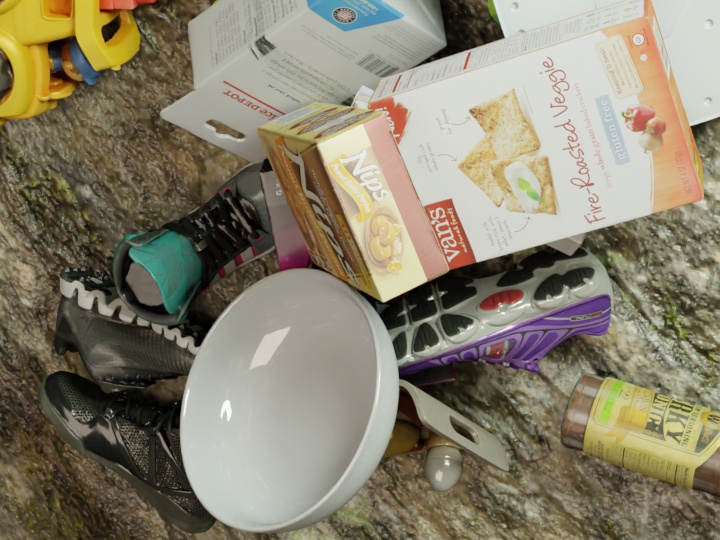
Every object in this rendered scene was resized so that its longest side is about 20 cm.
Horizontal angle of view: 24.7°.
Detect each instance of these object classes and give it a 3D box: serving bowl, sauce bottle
[{"bbox_3d":[-0.044,0.103,1.241,0.199,0.066,0.202,-17,63,36],"label":"serving bowl"},{"bbox_3d":[0.254,0.133,1.249,0.199,0.065,0.065,16,117,18],"label":"sauce bottle"}]

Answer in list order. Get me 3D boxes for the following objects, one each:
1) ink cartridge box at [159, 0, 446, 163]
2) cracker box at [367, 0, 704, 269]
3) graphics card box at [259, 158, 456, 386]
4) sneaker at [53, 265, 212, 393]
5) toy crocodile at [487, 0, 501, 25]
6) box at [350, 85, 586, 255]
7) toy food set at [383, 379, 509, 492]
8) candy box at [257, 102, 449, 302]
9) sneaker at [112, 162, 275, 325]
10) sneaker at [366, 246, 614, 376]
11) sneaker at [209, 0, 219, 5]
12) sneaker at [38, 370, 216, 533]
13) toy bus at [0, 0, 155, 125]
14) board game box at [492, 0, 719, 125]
[{"bbox_3d":[-0.049,-0.168,1.237,0.199,0.116,0.068,-29,54,32],"label":"ink cartridge box"},{"bbox_3d":[0.120,-0.090,1.123,0.199,0.058,0.135,-16,111,18],"label":"cracker box"},{"bbox_3d":[0.000,0.000,1.304,0.124,0.051,0.202,-9,106,5],"label":"graphics card box"},{"bbox_3d":[-0.187,0.072,1.430,0.199,0.066,0.091,24,100,20],"label":"sneaker"},{"bbox_3d":[0.129,-0.166,1.186,0.061,0.068,0.201,4,114,18],"label":"toy crocodile"},{"bbox_3d":[0.080,-0.074,1.227,0.199,0.041,0.039,26,77,2],"label":"box"},{"bbox_3d":[0.002,0.148,1.330,0.199,0.143,0.061,-13,63,29],"label":"toy food set"},{"bbox_3d":[-0.010,-0.053,1.156,0.055,0.200,0.116,-26,103,-10],"label":"candy box"},{"bbox_3d":[-0.131,-0.021,1.341,0.200,0.121,0.084,-36,93,32],"label":"sneaker"},{"bbox_3d":[0.099,0.052,1.258,0.199,0.081,0.084,-15,123,8],"label":"sneaker"},{"bbox_3d":[-0.055,-0.276,1.238,0.081,0.074,0.200,50,117,11],"label":"sneaker"},{"bbox_3d":[-0.188,0.135,1.463,0.199,0.076,0.114,38,120,4],"label":"sneaker"},{"bbox_3d":[-0.233,-0.216,1.321,0.190,0.136,0.201,4,115,7],"label":"toy bus"},{"bbox_3d":[0.193,-0.192,1.119,0.199,0.026,0.201,-17,110,11],"label":"board game box"}]
